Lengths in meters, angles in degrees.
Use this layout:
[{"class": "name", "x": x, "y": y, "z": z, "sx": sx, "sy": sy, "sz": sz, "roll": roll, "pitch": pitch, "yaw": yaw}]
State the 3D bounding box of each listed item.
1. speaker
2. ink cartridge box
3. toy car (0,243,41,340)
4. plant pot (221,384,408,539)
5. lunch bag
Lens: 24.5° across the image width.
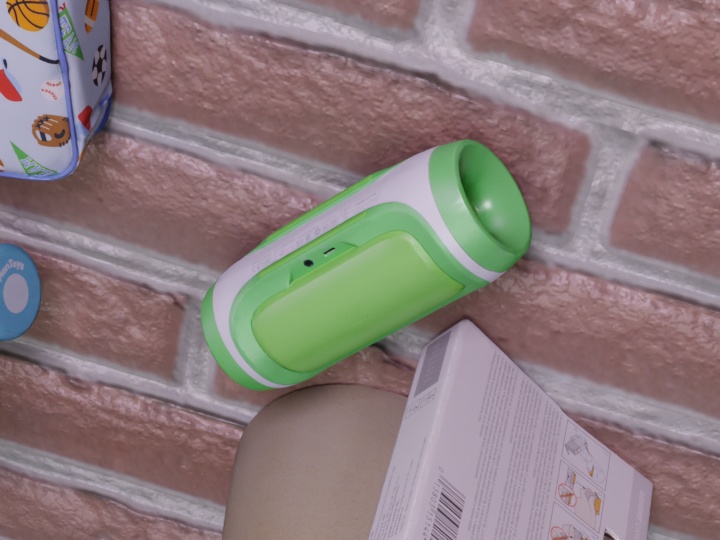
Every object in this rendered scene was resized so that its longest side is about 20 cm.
[{"class": "speaker", "x": 0.000, "y": 0.000, "z": 0.976, "sx": 0.200, "sy": 0.089, "sz": 0.088, "roll": -29, "pitch": 114, "yaw": 31}, {"class": "ink cartridge box", "x": 0.094, "y": 0.151, "z": 0.989, "sx": 0.176, "sy": 0.200, "sz": 0.045, "roll": 42, "pitch": 126, "yaw": -17}, {"class": "toy car", "x": -0.329, "y": -0.020, "z": 0.996, "sx": 0.184, "sy": 0.177, "sz": 0.201, "roll": 0, "pitch": 123, "yaw": 29}, {"class": "plant pot", "x": -0.016, "y": 0.208, "z": 1.062, "sx": 0.187, "sy": 0.200, "sz": 0.188, "roll": 7, "pitch": 127, "yaw": 9}, {"class": "lunch bag", "x": -0.225, "y": -0.150, "z": 0.933, "sx": 0.160, "sy": 0.076, "sz": 0.201, "roll": 10, "pitch": 128, "yaw": 11}]
